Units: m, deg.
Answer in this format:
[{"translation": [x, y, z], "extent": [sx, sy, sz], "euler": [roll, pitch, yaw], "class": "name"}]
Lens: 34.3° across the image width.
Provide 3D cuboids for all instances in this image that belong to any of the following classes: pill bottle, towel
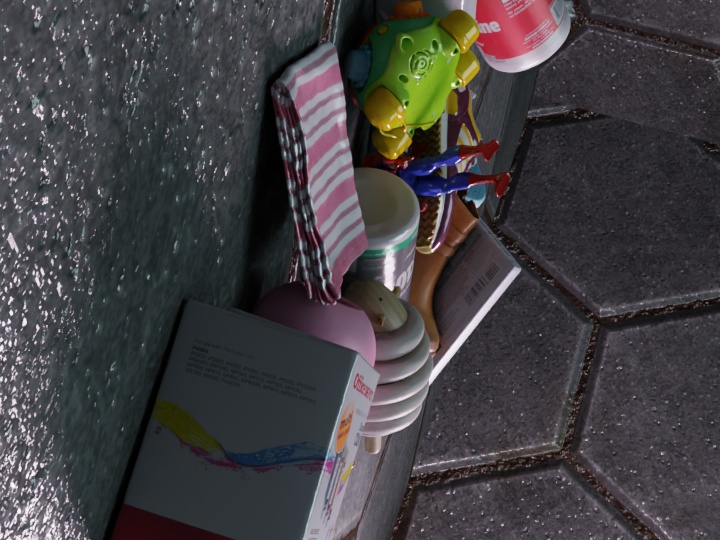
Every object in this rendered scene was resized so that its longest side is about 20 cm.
[{"translation": [0.150, -0.329, 1.298], "extent": [0.201, 0.111, 0.113], "euler": [52, 48, -39], "class": "pill bottle"}, {"translation": [0.000, 0.000, 1.243], "extent": [0.202, 0.111, 0.114], "euler": [95, 14, -47], "class": "pill bottle"}, {"translation": [-0.029, -0.088, 1.020], "extent": [0.147, 0.029, 0.203], "euler": [-60, 144, -63], "class": "towel"}]

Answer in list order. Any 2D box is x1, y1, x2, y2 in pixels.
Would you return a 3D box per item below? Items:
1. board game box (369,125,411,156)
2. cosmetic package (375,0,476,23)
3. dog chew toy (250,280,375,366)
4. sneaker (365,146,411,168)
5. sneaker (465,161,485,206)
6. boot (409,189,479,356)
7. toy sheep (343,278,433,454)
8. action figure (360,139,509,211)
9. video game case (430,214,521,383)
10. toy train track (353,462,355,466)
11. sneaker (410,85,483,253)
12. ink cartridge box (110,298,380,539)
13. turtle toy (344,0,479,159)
[{"translation": [0.040, -0.133, 1.487], "extent": [0.136, 0.034, 0.202], "euler": [-64, 166, -48], "class": "board game box"}, {"translation": [0.070, -0.313, 1.193], "extent": [0.201, 0.100, 0.075], "euler": [88, 22, -57], "class": "cosmetic package"}, {"translation": [-0.065, 0.115, 1.058], "extent": [0.124, 0.123, 0.203], "euler": [-1, 114, -80], "class": "dog chew toy"}, {"translation": [0.007, -0.050, 1.356], "extent": [0.203, 0.071, 0.072], "euler": [-68, -157, 7], "class": "sneaker"}, {"translation": [0.094, -0.126, 1.529], "extent": [0.131, 0.079, 0.202], "euler": [-49, -151, 38], "class": "sneaker"}, {"translation": [0.082, -0.015, 1.363], "extent": [0.154, 0.202, 0.073], "euler": [-35, 156, 26], "class": "boot"}, {"translation": [0.008, 0.097, 1.169], "extent": [0.138, 0.136, 0.203], "euler": [-61, 155, -52], "class": "toy sheep"}, {"translation": [0.057, -0.098, 1.233], "extent": [0.052, 0.198, 0.066], "euler": [-53, 127, -39], "class": "action figure"}, {"translation": [0.083, 0.010, 1.419], "extent": [0.022, 0.183, 0.201], "euler": [9, 125, -46], "class": "video game case"}, {"translation": [-0.060, 0.231, 1.214], "extent": [0.199, 0.033, 0.115], "euler": [-29, 159, -54], "class": "toy train track"}, {"translation": [0.099, -0.117, 1.308], "extent": [0.089, 0.074, 0.204], "euler": [9, 83, -40], "class": "sneaker"}, {"translation": [-0.084, 0.145, 0.906], "extent": [0.145, 0.142, 0.203], "euler": [56, 49, -77], "class": "ink cartridge box"}, {"translation": [0.044, -0.200, 1.204], "extent": [0.146, 0.101, 0.200], "euler": [-46, 165, -8], "class": "turtle toy"}]
